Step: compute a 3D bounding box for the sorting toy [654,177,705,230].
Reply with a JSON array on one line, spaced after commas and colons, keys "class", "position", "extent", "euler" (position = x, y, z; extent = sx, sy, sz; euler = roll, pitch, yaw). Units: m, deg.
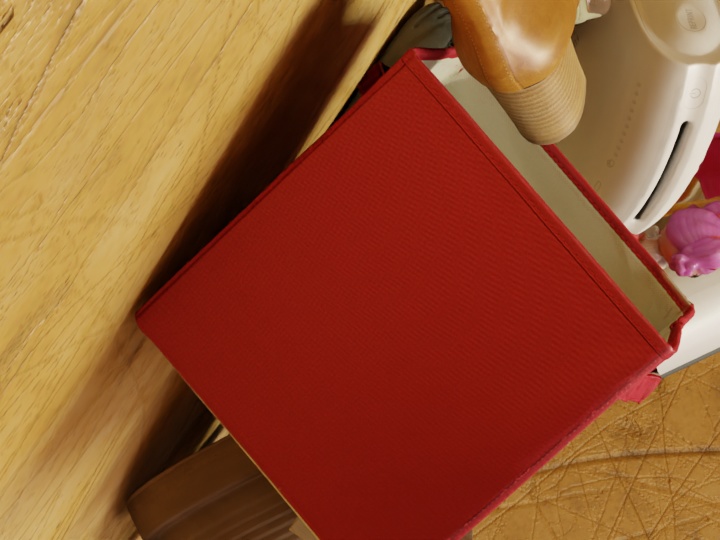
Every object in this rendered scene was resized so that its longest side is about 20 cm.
[{"class": "sorting toy", "position": [0.168, -0.068, 1.634], "extent": [0.037, 0.199, 0.186], "euler": [-55, 173, -36]}]

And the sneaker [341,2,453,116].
[{"class": "sneaker", "position": [0.026, -0.032, 1.203], "extent": [0.200, 0.114, 0.076], "euler": [-55, 171, -2]}]

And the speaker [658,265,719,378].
[{"class": "speaker", "position": [0.192, 0.039, 1.567], "extent": [0.199, 0.081, 0.081], "euler": [-22, 156, -27]}]

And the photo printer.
[{"class": "photo printer", "position": [0.152, -0.134, 1.323], "extent": [0.167, 0.069, 0.201], "euler": [109, -27, -51]}]

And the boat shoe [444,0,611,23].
[{"class": "boat shoe", "position": [0.080, -0.159, 1.250], "extent": [0.074, 0.075, 0.202], "euler": [-14, 180, -5]}]

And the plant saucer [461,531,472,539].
[{"class": "plant saucer", "position": [-0.030, 0.161, 1.396], "extent": [0.201, 0.199, 0.035], "euler": [-52, 151, -34]}]

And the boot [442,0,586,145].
[{"class": "boot", "position": [0.067, -0.171, 1.024], "extent": [0.144, 0.070, 0.202], "euler": [58, 27, -51]}]

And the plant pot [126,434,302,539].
[{"class": "plant pot", "position": [-0.027, 0.134, 1.299], "extent": [0.200, 0.093, 0.201], "euler": [-24, 171, -4]}]

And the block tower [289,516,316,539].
[{"class": "block tower", "position": [0.037, 0.076, 1.186], "extent": [0.201, 0.058, 0.054], "euler": [-57, 174, 1]}]

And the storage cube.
[{"class": "storage cube", "position": [0.030, 0.018, 1.064], "extent": [0.180, 0.200, 0.171], "euler": [-43, 176, 12]}]

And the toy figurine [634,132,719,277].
[{"class": "toy figurine", "position": [0.175, -0.025, 1.411], "extent": [0.200, 0.183, 0.151], "euler": [-59, 134, -58]}]
